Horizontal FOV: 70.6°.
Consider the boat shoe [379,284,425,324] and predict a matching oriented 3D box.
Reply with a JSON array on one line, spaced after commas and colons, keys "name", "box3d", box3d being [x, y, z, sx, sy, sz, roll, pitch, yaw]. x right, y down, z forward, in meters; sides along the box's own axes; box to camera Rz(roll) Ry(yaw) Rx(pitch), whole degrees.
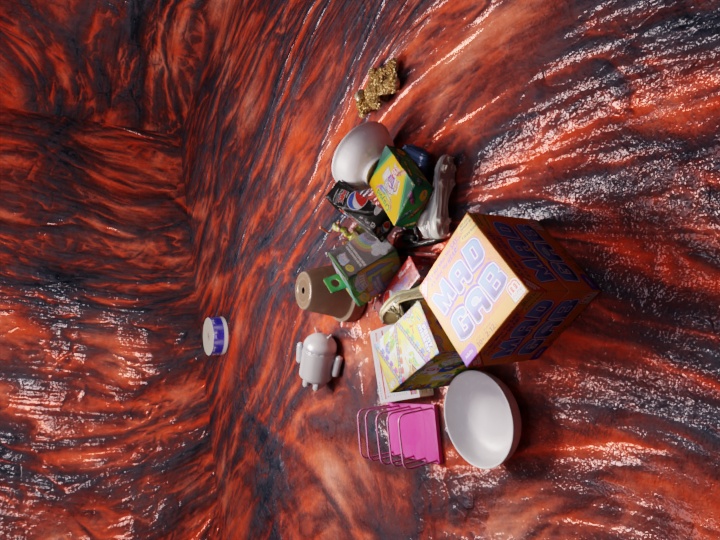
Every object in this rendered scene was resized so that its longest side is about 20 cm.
[{"name": "boat shoe", "box3d": [0.127, 0.088, 1.251, 0.200, 0.073, 0.063, -26, 24, 27]}]

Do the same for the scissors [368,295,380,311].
[{"name": "scissors", "box3d": [0.057, 0.020, 1.474, 0.073, 0.014, 0.202, 39, 120, 53]}]

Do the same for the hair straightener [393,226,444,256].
[{"name": "hair straightener", "box3d": [0.147, -0.074, 1.321, 0.200, 0.041, 0.078, 2, 91, 61]}]

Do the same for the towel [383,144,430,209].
[{"name": "towel", "box3d": [0.125, -0.223, 1.342, 0.112, 0.048, 0.201, 47, 126, 49]}]

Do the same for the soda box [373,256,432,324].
[{"name": "soda box", "box3d": [0.115, 0.054, 1.329, 0.200, 0.063, 0.070, -55, 45, 37]}]

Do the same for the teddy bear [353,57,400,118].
[{"name": "teddy bear", "box3d": [0.044, -0.524, 1.459, 0.199, 0.066, 0.147, 2, 89, 56]}]

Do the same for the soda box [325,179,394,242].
[{"name": "soda box", "box3d": [-0.002, -0.159, 1.345, 0.200, 0.071, 0.063, 38, 87, 34]}]

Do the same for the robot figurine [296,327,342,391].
[{"name": "robot figurine", "box3d": [-0.139, 0.291, 1.672, 0.168, 0.113, 0.202, 16, 105, 18]}]

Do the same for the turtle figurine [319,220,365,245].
[{"name": "turtle figurine", "box3d": [-0.006, -0.114, 1.441, 0.162, 0.199, 0.065, -50, 34, 12]}]

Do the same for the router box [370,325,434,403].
[{"name": "router box", "box3d": [0.105, 0.242, 1.355, 0.179, 0.048, 0.202, -28, 65, 53]}]

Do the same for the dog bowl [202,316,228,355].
[{"name": "dog bowl", "box3d": [-0.759, 0.343, 2.660, 0.199, 0.078, 0.202, -3, 86, 57]}]

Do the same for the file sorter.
[{"name": "file sorter", "box3d": [0.093, 0.418, 1.299, 0.199, 0.124, 0.140, -18, 74, 55]}]

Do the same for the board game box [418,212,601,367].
[{"name": "board game box", "box3d": [0.273, 0.036, 0.967, 0.201, 0.198, 0.201, 61, 137, 37]}]

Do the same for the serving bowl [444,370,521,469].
[{"name": "serving bowl", "box3d": [0.268, 0.313, 1.086, 0.199, 0.065, 0.202, -5, 84, 57]}]

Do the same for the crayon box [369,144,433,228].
[{"name": "crayon box", "box3d": [0.096, -0.211, 1.270, 0.119, 0.058, 0.201, -65, 33, 32]}]

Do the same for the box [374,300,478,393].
[{"name": "box", "box3d": [0.172, 0.166, 1.117, 0.193, 0.199, 0.123, -50, 49, 43]}]

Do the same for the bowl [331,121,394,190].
[{"name": "bowl", "box3d": [0.027, -0.292, 1.381, 0.090, 0.200, 0.202, 46, 127, 29]}]

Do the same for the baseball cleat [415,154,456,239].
[{"name": "baseball cleat", "box3d": [0.174, -0.177, 1.228, 0.106, 0.069, 0.202, 4, 86, 47]}]

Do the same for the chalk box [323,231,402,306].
[{"name": "chalk box", "box3d": [0.000, 0.000, 1.364, 0.125, 0.199, 0.124, 53, 172, 43]}]

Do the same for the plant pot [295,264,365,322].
[{"name": "plant pot", "box3d": [-0.100, 0.062, 1.563, 0.200, 0.173, 0.202, -3, 86, 57]}]
